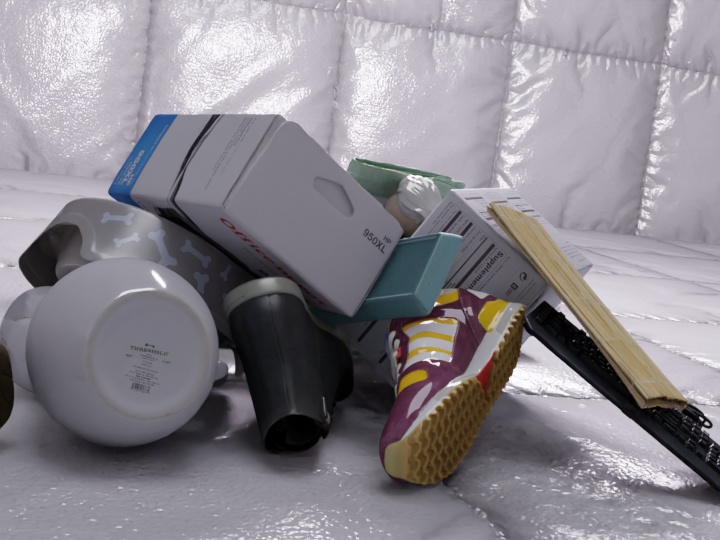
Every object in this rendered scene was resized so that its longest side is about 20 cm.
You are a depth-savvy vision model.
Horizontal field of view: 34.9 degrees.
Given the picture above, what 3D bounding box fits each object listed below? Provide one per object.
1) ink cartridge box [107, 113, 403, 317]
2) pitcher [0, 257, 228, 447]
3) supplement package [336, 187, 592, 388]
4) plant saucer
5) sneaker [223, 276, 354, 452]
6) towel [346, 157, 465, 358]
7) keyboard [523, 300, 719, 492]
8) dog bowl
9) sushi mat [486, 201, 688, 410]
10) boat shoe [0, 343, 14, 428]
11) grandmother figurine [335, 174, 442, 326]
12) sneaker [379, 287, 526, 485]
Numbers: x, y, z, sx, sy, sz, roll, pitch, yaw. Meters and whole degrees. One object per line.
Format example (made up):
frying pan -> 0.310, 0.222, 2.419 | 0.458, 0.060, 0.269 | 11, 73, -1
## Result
ink cartridge box -> -0.085, -0.047, 0.887 | 0.144, 0.085, 0.199 | 40, -17, -32
pitcher -> -0.150, 0.059, 0.792 | 0.170, 0.123, 0.199 | 11, -7, -26
supplement package -> 0.097, 0.022, 0.999 | 0.111, 0.156, 0.200 | 44, 18, 13
plant saucer -> -0.006, 0.009, 0.888 | 0.019, 0.070, 0.199 | 41, -30, -29
sneaker -> -0.046, 0.092, 0.842 | 0.074, 0.107, 0.200 | -18, -25, 9
towel -> 0.006, -0.004, 1.060 | 0.151, 0.202, 0.023 | 4, 29, -46
keyboard -> 0.213, 0.091, 0.874 | 0.200, 0.021, 0.127 | 41, 16, 10
dog bowl -> -0.170, 0.014, 0.915 | 0.198, 0.059, 0.201 | 21, -23, 9
sushi mat -> 0.171, 0.026, 0.873 | 0.095, 0.012, 0.201 | 14, 35, -53
boat shoe -> -0.268, 0.086, 0.645 | 0.065, 0.075, 0.200 | -4, 4, 11
grandmother figurine -> 0.000, 0.000, 0.998 | 0.060, 0.201, 0.121 | 39, -4, 5
sneaker -> 0.046, 0.077, 0.816 | 0.089, 0.076, 0.200 | 16, 32, 24
